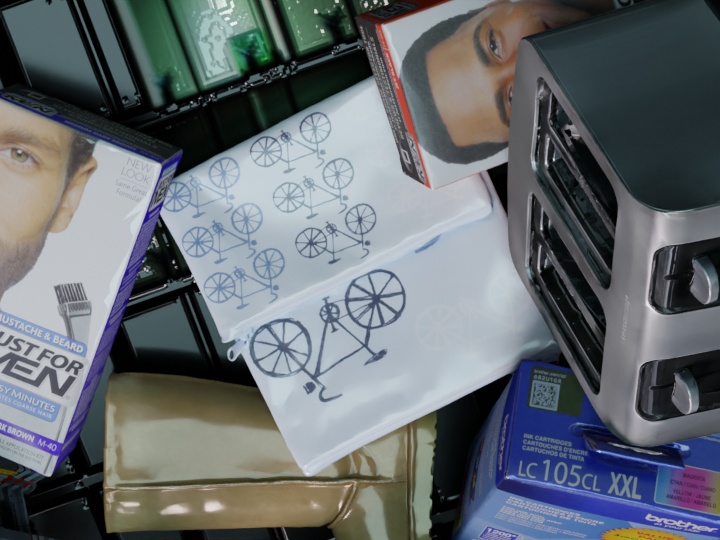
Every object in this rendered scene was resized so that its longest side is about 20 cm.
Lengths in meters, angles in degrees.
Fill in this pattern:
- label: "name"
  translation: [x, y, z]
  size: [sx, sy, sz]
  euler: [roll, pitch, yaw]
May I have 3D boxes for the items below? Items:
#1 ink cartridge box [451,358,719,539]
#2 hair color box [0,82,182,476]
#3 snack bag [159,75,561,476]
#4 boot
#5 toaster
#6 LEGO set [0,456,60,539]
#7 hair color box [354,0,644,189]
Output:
- label: "ink cartridge box"
  translation: [0.138, 0.116, 1.176]
  size: [0.136, 0.200, 0.077]
  euler: [12, 67, -3]
- label: "hair color box"
  translation: [-0.190, 0.005, 1.191]
  size: [0.109, 0.065, 0.201]
  euler: [21, 102, 2]
- label: "snack bag"
  translation: [0.000, 0.000, 1.203]
  size: [0.188, 0.021, 0.201]
  euler: [-26, 89, 3]
- label: "boot"
  translation: [-0.057, 0.150, 1.251]
  size: [0.199, 0.066, 0.176]
  euler: [1, 93, -5]
- label: "toaster"
  translation: [0.162, -0.035, 1.081]
  size: [0.118, 0.200, 0.181]
  euler: [-14, 138, -14]
- label: "LEGO set"
  translation: [-0.241, 0.198, 1.210]
  size: [0.154, 0.201, 0.116]
  euler: [-39, 146, 21]
- label: "hair color box"
  translation: [0.109, -0.129, 1.161]
  size: [0.199, 0.061, 0.102]
  euler: [-22, 107, -10]
